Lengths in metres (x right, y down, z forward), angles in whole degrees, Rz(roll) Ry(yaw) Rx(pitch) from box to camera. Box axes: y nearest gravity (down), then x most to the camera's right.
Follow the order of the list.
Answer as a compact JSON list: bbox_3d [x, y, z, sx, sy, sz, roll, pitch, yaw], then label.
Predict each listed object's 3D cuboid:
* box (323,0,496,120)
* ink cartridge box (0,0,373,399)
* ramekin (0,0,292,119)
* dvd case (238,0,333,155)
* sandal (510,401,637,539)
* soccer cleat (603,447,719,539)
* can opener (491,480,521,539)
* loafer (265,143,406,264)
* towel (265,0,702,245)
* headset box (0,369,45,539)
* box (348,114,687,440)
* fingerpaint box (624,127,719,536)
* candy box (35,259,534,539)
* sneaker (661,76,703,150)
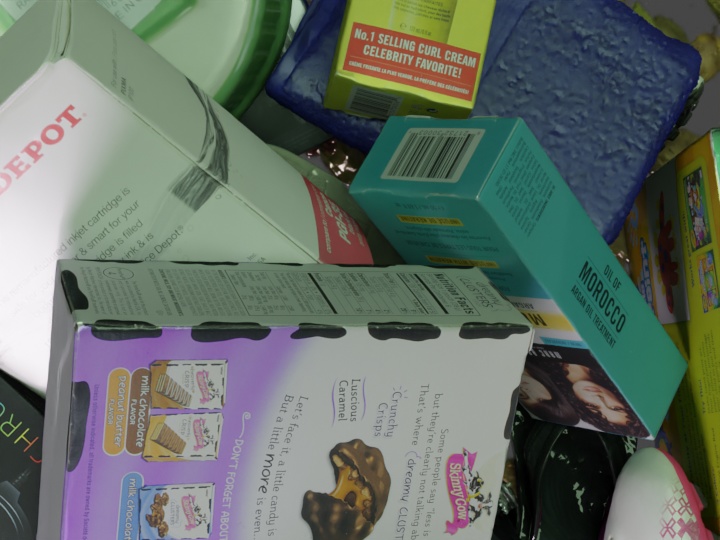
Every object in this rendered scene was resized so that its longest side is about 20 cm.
[{"bbox_3d":[0.037,-0.173,0.781,0.075,0.050,0.201,14,76,-4],"label":"box"},{"bbox_3d":[-0.111,-0.015,0.718,0.146,0.083,0.200,-38,123,18],"label":"ink cartridge box"},{"bbox_3d":[-0.134,-0.144,0.773,0.199,0.098,0.201,0,99,-2],"label":"ramekin"},{"bbox_3d":[-0.108,-0.137,0.837,0.150,0.025,0.201,-26,99,2],"label":"dvd case"},{"bbox_3d":[0.119,0.126,0.856,0.075,0.048,0.201,7,80,-8],"label":"sandal"},{"bbox_3d":[0.142,0.195,0.813,0.086,0.070,0.201,-9,102,-17],"label":"soccer cleat"},{"bbox_3d":[0.017,0.094,0.834,0.079,0.063,0.200,-38,85,4],"label":"can opener"},{"bbox_3d":[0.000,0.000,0.839,0.200,0.063,0.072,35,70,-17],"label":"loafer"},{"bbox_3d":[0.066,-0.102,0.819,0.200,0.050,0.148,30,76,1],"label":"towel"},{"bbox_3d":[-0.215,0.144,0.751,0.200,0.093,0.174,-45,104,-6],"label":"headset box"},{"bbox_3d":[0.082,0.006,0.766,0.200,0.082,0.049,50,60,-38],"label":"box"},{"bbox_3d":[0.207,0.038,0.824,0.073,0.167,0.201,-5,81,-7],"label":"fingerpaint box"},{"bbox_3d":[-0.038,0.085,0.688,0.199,0.072,0.168,1,113,-20],"label":"candy box"},{"bbox_3d":[0.095,-0.078,0.886,0.200,0.078,0.090,-30,69,-17],"label":"sneaker"}]
